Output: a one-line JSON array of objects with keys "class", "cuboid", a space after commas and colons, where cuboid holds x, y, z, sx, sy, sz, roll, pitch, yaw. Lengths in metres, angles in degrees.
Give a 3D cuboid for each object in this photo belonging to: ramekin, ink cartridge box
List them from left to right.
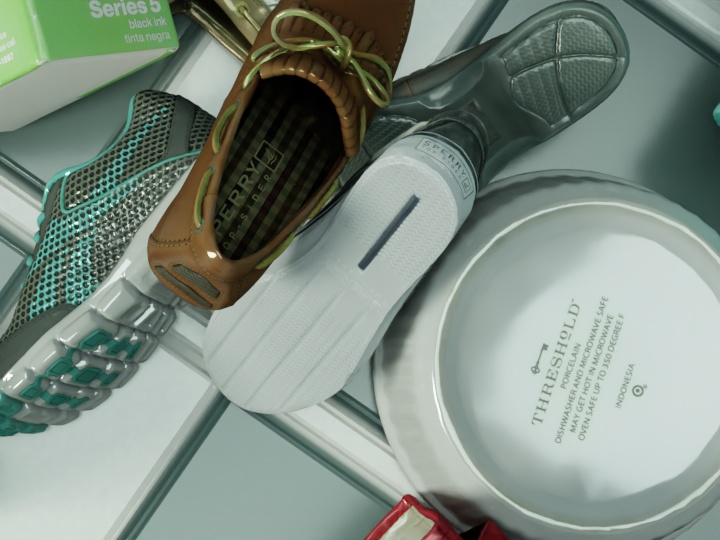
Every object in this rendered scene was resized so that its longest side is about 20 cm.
[{"class": "ink cartridge box", "cuboid": [-0.180, -0.175, 0.897, 0.084, 0.145, 0.200, -12, 87, -44]}, {"class": "ramekin", "cuboid": [0.108, 0.047, 0.935, 0.202, 0.094, 0.203, 0, 87, -4]}]

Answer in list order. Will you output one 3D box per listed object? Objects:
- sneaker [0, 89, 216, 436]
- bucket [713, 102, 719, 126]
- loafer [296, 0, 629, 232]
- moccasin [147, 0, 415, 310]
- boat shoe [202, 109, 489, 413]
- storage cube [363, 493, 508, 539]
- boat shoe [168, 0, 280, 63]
[{"class": "sneaker", "cuboid": [-0.131, -0.005, 0.944, 0.200, 0.078, 0.091, -46, 65, 0]}, {"class": "bucket", "cuboid": [0.277, -0.074, 0.904, 0.207, 0.207, 0.135, 37, 95, -1]}, {"class": "loafer", "cuboid": [0.043, -0.072, 0.957, 0.200, 0.063, 0.072, -27, 104, 13]}, {"class": "moccasin", "cuboid": [-0.028, -0.075, 0.872, 0.074, 0.078, 0.201, 42, 60, -12]}, {"class": "boat shoe", "cuboid": [0.000, 0.000, 0.914, 0.072, 0.071, 0.200, 47, 130, -1]}, {"class": "storage cube", "cuboid": [0.035, 0.230, 0.881, 0.180, 0.171, 0.200, 44, 85, -1]}, {"class": "boat shoe", "cuboid": [-0.087, -0.151, 0.945, 0.200, 0.074, 0.066, 34, 80, -1]}]
